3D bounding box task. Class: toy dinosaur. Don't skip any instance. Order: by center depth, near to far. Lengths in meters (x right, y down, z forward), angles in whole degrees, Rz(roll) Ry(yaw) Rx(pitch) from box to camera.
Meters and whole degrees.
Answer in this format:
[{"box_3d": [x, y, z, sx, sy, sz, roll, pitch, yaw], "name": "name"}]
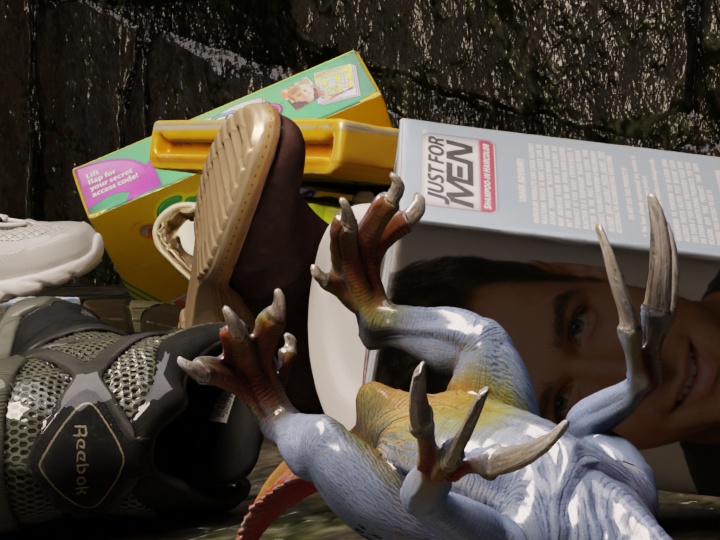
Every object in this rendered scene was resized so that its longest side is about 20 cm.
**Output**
[{"box_3d": [0.049, 0.050, 0.424, 0.105, 0.200, 0.181, -37, 60, -23], "name": "toy dinosaur"}]

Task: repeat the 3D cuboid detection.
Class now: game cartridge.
[{"box_3d": [0.010, -0.057, 0.951, 0.200, 0.032, 0.176, 8, -2, -39], "name": "game cartridge"}]

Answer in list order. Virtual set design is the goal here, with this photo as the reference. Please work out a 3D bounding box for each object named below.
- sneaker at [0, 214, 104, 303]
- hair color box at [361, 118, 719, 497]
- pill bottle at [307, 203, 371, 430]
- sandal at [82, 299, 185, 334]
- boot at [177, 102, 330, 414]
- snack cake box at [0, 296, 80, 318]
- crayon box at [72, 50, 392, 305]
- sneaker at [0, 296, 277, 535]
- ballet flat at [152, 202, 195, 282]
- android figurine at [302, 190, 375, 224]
[{"box_3d": [-0.233, -0.022, 0.858, 0.200, 0.082, 0.075, 0, 2, -8], "name": "sneaker"}, {"box_3d": [0.104, 0.018, 0.540, 0.200, 0.099, 0.061, 7, 37, -2], "name": "hair color box"}, {"box_3d": [0.087, 0.023, 0.768, 0.200, 0.114, 0.114, -3, 2, -24], "name": "pill bottle"}, {"box_3d": [-0.120, 0.058, 0.959, 0.082, 0.055, 0.200, 7, 14, -16], "name": "sandal"}, {"box_3d": [0.000, 0.000, 0.829, 0.166, 0.072, 0.200, 4, -42, -12], "name": "boot"}, {"box_3d": [-0.249, 0.051, 0.924, 0.115, 0.067, 0.200, -2, 1, 17], "name": "snack cake box"}, {"box_3d": [-0.065, -0.033, 1.115, 0.200, 0.058, 0.173, -24, -41, -3], "name": "crayon box"}, {"box_3d": [-0.090, 0.052, 0.638, 0.114, 0.076, 0.199, 0, 4, -5], "name": "sneaker"}, {"box_3d": [-0.055, 0.014, 0.982, 0.069, 0.070, 0.200, -3, 27, -45], "name": "ballet flat"}, {"box_3d": [0.018, -0.023, 0.942, 0.182, 0.041, 0.200, 7, 3, -4], "name": "android figurine"}]
